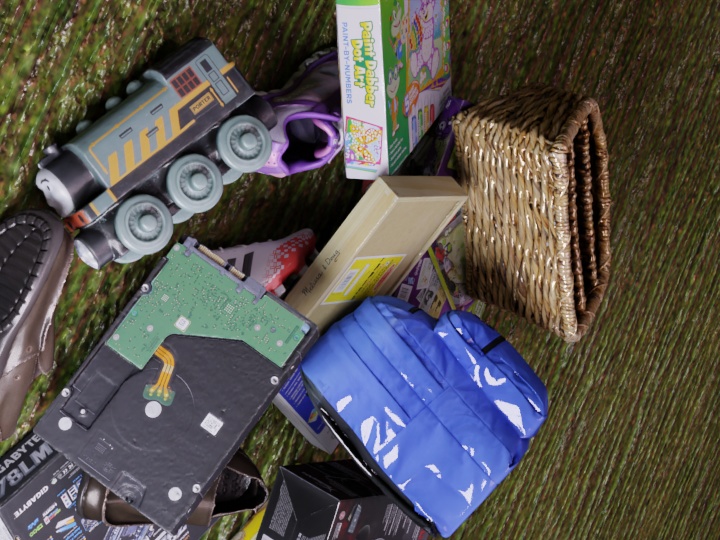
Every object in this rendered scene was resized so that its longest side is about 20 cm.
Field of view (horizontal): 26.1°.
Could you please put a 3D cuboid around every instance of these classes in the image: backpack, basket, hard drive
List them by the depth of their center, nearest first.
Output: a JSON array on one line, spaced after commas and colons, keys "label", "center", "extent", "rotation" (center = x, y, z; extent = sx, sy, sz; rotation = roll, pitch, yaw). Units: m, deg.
[{"label": "hard drive", "center": [-0.144, 0.089, 1.233], "extent": [0.201, 0.139, 0.038], "rotation": [-55, 172, -12]}, {"label": "backpack", "center": [0.056, 0.109, 1.363], "extent": [0.168, 0.200, 0.163], "rotation": [-46, 171, -1]}, {"label": "basket", "center": [0.186, -0.058, 1.418], "extent": [0.142, 0.149, 0.201], "rotation": [-22, 118, -31]}]

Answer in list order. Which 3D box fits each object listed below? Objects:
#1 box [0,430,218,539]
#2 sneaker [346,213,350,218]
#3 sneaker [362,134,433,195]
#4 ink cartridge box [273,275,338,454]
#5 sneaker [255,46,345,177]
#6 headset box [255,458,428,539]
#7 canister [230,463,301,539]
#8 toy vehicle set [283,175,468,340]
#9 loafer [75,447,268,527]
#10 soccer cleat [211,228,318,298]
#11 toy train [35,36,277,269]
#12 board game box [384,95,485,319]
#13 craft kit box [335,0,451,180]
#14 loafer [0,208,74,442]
[{"label": "box", "center": [-0.213, 0.194, 1.330], "extent": [0.200, 0.050, 0.199], "rotation": [-43, 137, -28]}, {"label": "sneaker", "center": [0.042, -0.017, 1.523], "extent": [0.199, 0.078, 0.080], "rotation": [1, 127, -45]}, {"label": "sneaker", "center": [0.078, -0.095, 1.500], "extent": [0.199, 0.082, 0.078], "rotation": [-2, 110, -49]}, {"label": "ink cartridge box", "center": [-0.052, 0.088, 1.477], "extent": [0.095, 0.037, 0.200], "rotation": [-55, 143, -16]}, {"label": "sneaker", "center": [-0.038, -0.129, 1.339], "extent": [0.200, 0.088, 0.081], "rotation": [-32, 128, -40]}, {"label": "headset box", "center": [-0.012, 0.254, 1.424], "extent": [0.199, 0.077, 0.150], "rotation": [6, 106, -55]}, {"label": "canister", "center": [-0.087, 0.308, 1.510], "extent": [0.200, 0.086, 0.149], "rotation": [-46, 138, -23]}, {"label": "toy vehicle set", "center": [0.000, 0.000, 1.369], "extent": [0.200, 0.027, 0.124], "rotation": [-52, 157, 23]}, {"label": "loafer", "center": [-0.150, 0.178, 1.302], "extent": [0.199, 0.071, 0.074], "rotation": [-2, 109, -51]}, {"label": "soccer cleat", "center": [-0.112, 0.005, 1.336], "extent": [0.200, 0.085, 0.069], "rotation": [-42, 179, -40]}, {"label": "toy train", "center": [-0.158, -0.091, 1.212], "extent": [0.200, 0.085, 0.114], "rotation": [-41, 100, -22]}, {"label": "board game box", "center": [0.097, -0.052, 1.464], "extent": [0.120, 0.032, 0.201], "rotation": [17, 95, -37]}, {"label": "craft kit box", "center": [0.031, -0.208, 1.350], "extent": [0.200, 0.048, 0.199], "rotation": [-55, 144, -56]}, {"label": "loafer", "center": [-0.266, 0.046, 1.181], "extent": [0.071, 0.073, 0.201], "rotation": [10, 111, -56]}]
